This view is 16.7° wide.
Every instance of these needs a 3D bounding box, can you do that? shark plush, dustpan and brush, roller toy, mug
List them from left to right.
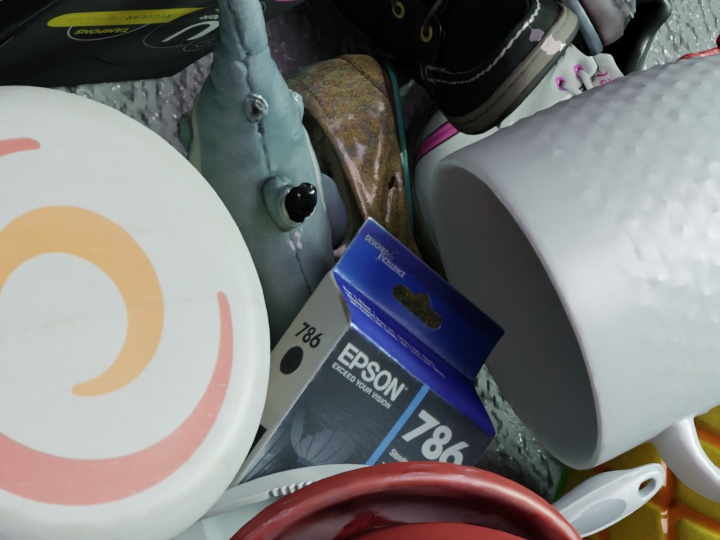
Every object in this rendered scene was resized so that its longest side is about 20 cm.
[{"bbox_3d":[-0.138,0.033,0.927,0.182,0.140,0.201,41,57,-12],"label":"roller toy"},{"bbox_3d":[-0.029,-0.042,1.020,0.090,0.201,0.083,-10,36,-22],"label":"shark plush"},{"bbox_3d":[0.031,0.119,0.991,0.199,0.057,0.140,-28,121,-21],"label":"dustpan and brush"},{"bbox_3d":[0.152,0.006,1.065,0.174,0.148,0.201,-25,81,-14],"label":"mug"}]

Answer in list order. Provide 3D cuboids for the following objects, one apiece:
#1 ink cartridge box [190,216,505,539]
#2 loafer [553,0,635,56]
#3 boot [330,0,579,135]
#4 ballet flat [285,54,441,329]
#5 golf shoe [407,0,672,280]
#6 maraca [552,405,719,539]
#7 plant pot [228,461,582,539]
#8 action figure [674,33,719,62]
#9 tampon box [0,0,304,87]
[{"bbox_3d":[-0.016,0.087,1.012,0.099,0.039,0.201,37,85,-35],"label":"ink cartridge box"},{"bbox_3d":[0.105,-0.164,1.201,0.072,0.063,0.200,58,5,-22],"label":"loafer"},{"bbox_3d":[0.014,-0.143,1.121,0.150,0.200,0.073,42,94,-17],"label":"boot"},{"bbox_3d":[0.000,0.000,1.125,0.070,0.070,0.202,-4,78,-43],"label":"ballet flat"},{"bbox_3d":[0.086,-0.077,1.207,0.073,0.092,0.200,48,50,-20],"label":"golf shoe"},{"bbox_3d":[0.176,0.098,1.128,0.138,0.200,0.107,58,17,17],"label":"maraca"},{"bbox_3d":[0.029,0.184,0.879,0.200,0.201,0.183,36,14,-26],"label":"plant pot"},{"bbox_3d":[0.146,-0.025,1.175,0.099,0.065,0.200,37,83,-2],"label":"action figure"},{"bbox_3d":[-0.123,-0.190,1.034,0.149,0.126,0.201,-11,81,-44],"label":"tampon box"}]
